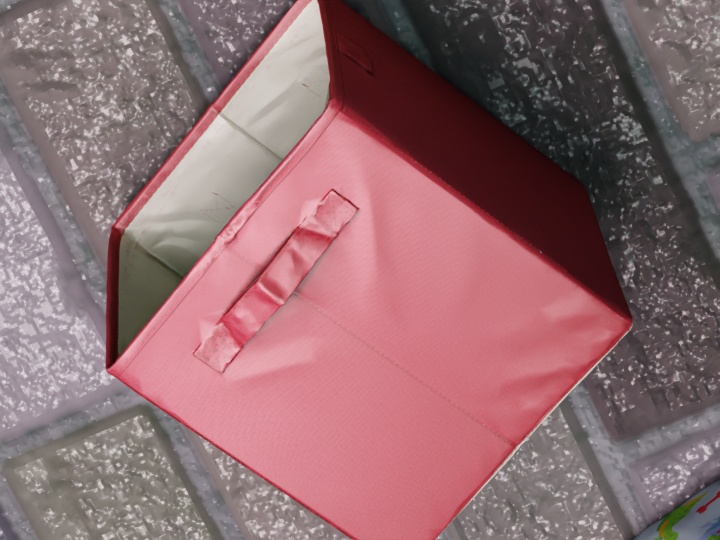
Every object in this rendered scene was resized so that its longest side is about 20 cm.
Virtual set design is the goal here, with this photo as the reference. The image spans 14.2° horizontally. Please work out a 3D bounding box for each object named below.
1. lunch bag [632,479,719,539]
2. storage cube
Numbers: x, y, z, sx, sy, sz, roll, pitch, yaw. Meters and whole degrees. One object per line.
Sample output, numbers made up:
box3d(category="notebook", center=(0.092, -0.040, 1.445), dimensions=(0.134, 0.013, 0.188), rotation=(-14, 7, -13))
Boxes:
box3d(category="lunch bag", center=(0.207, 0.154, 1.432), dimensions=(0.200, 0.161, 0.082), rotation=(-35, 104, 14))
box3d(category="storage cube", center=(0.000, 0.000, 1.374), dimensions=(0.180, 0.200, 0.171), rotation=(36, 106, -16))
